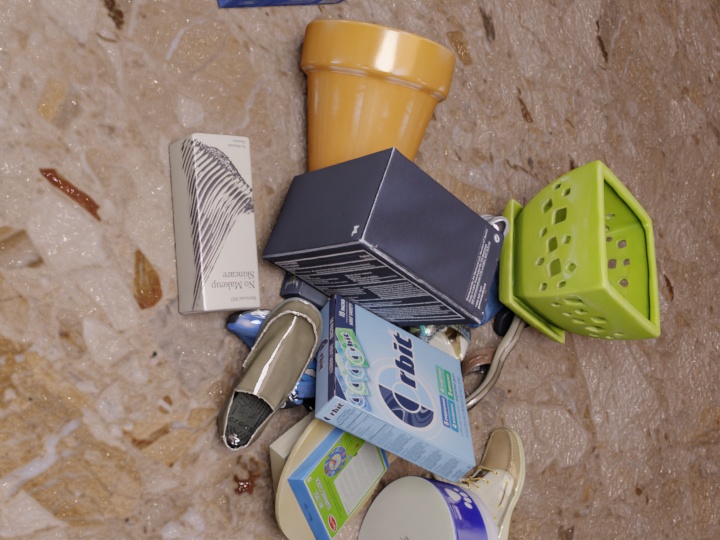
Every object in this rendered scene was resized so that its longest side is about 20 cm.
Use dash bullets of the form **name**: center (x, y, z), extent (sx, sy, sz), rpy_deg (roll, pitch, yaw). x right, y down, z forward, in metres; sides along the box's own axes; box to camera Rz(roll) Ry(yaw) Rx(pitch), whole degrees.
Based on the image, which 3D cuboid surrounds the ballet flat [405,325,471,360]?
- **ballet flat**: center (0.112, 0.099, 1.114), extent (0.200, 0.073, 0.076), rpy_deg (34, 63, -57)

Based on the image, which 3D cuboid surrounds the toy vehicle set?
- **toy vehicle set**: center (-0.031, 0.213, 1.015), extent (0.199, 0.026, 0.126), rpy_deg (-35, 138, -36)

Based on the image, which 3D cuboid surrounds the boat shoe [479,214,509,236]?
- **boat shoe**: center (0.137, 0.001, 1.153), extent (0.074, 0.065, 0.202), rpy_deg (44, 85, -6)

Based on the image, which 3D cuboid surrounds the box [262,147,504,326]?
- **box**: center (0.027, -0.030, 0.949), extent (0.197, 0.199, 0.125), rpy_deg (32, 67, -33)

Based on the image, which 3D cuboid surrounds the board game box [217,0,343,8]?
- **board game box**: center (-0.115, -0.450, 1.045), extent (0.198, 0.043, 0.202), rpy_deg (-16, 96, -38)

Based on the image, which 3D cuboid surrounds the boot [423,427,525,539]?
- **boot**: center (0.159, 0.311, 1.171), extent (0.153, 0.072, 0.203), rpy_deg (28, 69, -31)

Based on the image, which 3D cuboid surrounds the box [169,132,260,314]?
- **box**: center (-0.171, -0.053, 0.942), extent (0.081, 0.068, 0.204), rpy_deg (-4, 87, -39)

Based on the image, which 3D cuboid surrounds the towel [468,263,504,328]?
- **towel**: center (0.216, -0.005, 1.262), extent (0.200, 0.048, 0.113), rpy_deg (-40, 110, -35)

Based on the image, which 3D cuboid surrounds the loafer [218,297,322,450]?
- **loafer**: center (-0.102, 0.126, 0.918), extent (0.074, 0.070, 0.202), rpy_deg (25, 104, -10)

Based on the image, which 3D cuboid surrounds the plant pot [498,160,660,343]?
- **plant pot**: center (0.311, -0.011, 1.174), extent (0.198, 0.180, 0.203), rpy_deg (31, 55, -41)

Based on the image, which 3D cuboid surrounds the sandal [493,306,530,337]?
- **sandal**: center (0.290, 0.049, 1.311), extent (0.197, 0.045, 0.076), rpy_deg (-17, 127, -26)

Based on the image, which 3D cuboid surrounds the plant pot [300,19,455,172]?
- **plant pot**: center (0.009, -0.202, 1.039), extent (0.198, 0.199, 0.186), rpy_deg (9, 95, -37)

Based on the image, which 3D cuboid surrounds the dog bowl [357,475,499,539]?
- **dog bowl**: center (0.080, 0.367, 1.017), extent (0.078, 0.199, 0.203), rpy_deg (23, 71, -31)

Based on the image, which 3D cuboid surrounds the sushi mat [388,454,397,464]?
- **sushi mat**: center (0.066, 0.212, 1.111), extent (0.199, 0.012, 0.097), rpy_deg (-32, 137, -38)

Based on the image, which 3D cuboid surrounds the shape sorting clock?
- **shape sorting clock**: center (-0.029, 0.238, 0.973), extent (0.199, 0.039, 0.203), rpy_deg (-30, 130, -43)

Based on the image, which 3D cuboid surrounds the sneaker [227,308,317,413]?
- **sneaker**: center (-0.088, 0.120, 0.986), extent (0.200, 0.078, 0.090), rpy_deg (43, 59, -28)

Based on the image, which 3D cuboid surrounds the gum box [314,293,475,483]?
- **gum box**: center (0.040, 0.138, 0.956), extent (0.198, 0.045, 0.171), rpy_deg (30, 32, -22)

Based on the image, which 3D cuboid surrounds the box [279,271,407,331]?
- **box**: center (0.000, 0.000, 1.086), extent (0.199, 0.051, 0.160), rpy_deg (29, 68, -34)

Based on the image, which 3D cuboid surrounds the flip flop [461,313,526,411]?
- **flip flop**: center (0.186, 0.138, 1.213), extent (0.057, 0.081, 0.201), rpy_deg (32, 71, 7)
